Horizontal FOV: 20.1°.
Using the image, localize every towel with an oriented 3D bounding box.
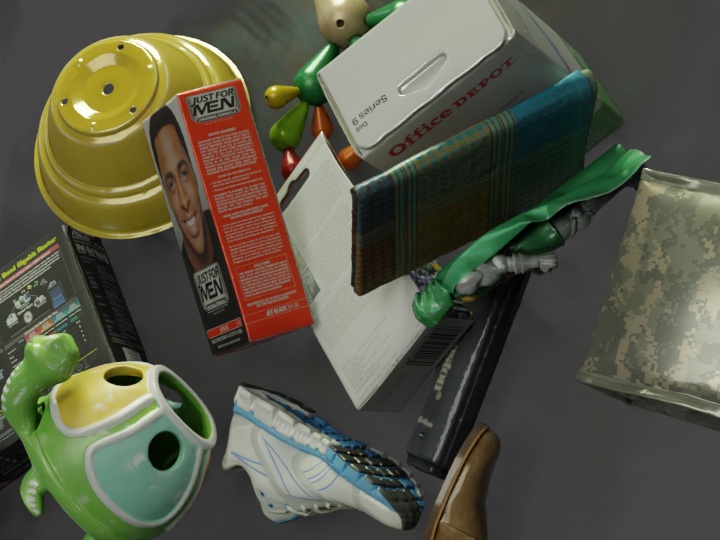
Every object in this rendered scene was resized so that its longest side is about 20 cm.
[{"bbox_3d":[0.080,-0.063,1.474,0.199,0.147,0.022,-26,63,-15],"label":"towel"}]

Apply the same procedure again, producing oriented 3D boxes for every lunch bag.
[{"bbox_3d":[0.275,0.032,1.403,0.199,0.117,0.165,14,84,37],"label":"lunch bag"}]

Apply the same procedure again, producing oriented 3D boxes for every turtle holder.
[{"bbox_3d":[-0.199,0.128,1.622,0.131,0.141,0.186,-36,90,16],"label":"turtle holder"}]

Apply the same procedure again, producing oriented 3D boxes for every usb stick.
[{"bbox_3d":[0.085,0.060,1.550,0.055,0.032,0.201,18,87,53],"label":"usb stick"}]

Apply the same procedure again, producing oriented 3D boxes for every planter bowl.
[{"bbox_3d":[-0.198,-0.134,1.708,0.199,0.084,0.202,-7,62,14],"label":"planter bowl"}]

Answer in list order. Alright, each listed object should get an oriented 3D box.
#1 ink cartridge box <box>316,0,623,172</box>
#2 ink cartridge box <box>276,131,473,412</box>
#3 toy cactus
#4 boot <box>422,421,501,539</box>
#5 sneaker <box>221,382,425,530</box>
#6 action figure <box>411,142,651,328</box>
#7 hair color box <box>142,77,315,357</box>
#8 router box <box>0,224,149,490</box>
[{"bbox_3d":[0.084,-0.126,1.506,0.145,0.200,0.088,-38,61,16],"label":"ink cartridge box"},{"bbox_3d":[0.000,0.000,1.591,0.109,0.050,0.201,-52,51,30],"label":"ink cartridge box"},{"bbox_3d":[-0.008,-0.178,1.646,0.200,0.102,0.166,-42,50,23],"label":"toy cactus"},{"bbox_3d":[0.080,0.214,1.504,0.075,0.074,0.202,17,92,17],"label":"boot"},{"bbox_3d":[-0.033,0.166,1.580,0.199,0.075,0.087,28,99,40],"label":"sneaker"},{"bbox_3d":[0.123,-0.020,1.486,0.199,0.118,0.055,-32,90,-1],"label":"action figure"},{"bbox_3d":[-0.106,-0.040,1.613,0.101,0.061,0.202,-23,83,66],"label":"hair color box"},{"bbox_3d":[-0.287,0.078,1.746,0.199,0.062,0.151,-33,64,19],"label":"router box"}]
